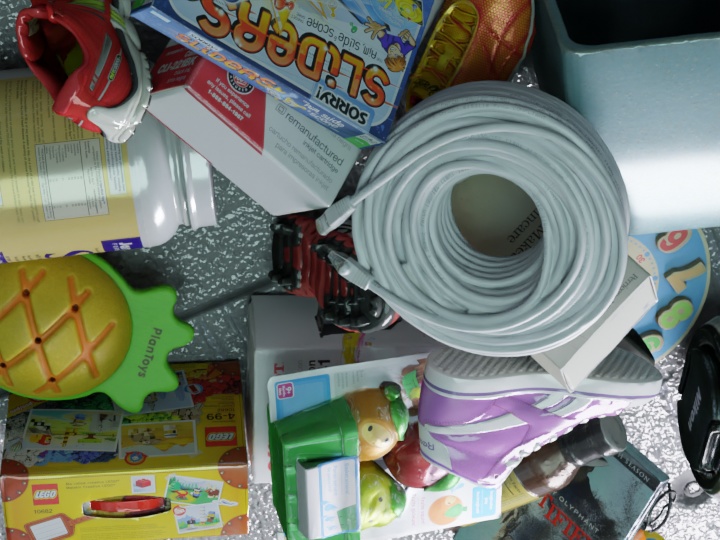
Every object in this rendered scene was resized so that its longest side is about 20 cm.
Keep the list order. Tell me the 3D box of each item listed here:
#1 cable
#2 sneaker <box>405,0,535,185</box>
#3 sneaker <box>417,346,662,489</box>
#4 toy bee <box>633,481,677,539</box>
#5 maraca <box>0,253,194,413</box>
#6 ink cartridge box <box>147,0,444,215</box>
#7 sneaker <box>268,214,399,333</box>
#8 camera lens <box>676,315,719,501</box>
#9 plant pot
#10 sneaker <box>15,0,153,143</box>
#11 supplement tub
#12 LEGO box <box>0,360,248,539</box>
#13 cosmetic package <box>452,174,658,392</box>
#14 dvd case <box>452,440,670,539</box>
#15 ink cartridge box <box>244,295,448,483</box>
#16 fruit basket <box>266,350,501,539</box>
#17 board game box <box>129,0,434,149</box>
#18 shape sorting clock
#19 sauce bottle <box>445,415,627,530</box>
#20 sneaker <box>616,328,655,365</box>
[{"bbox_3d":[0.094,-0.034,1.288,0.200,0.069,0.200,41,118,-4],"label":"cable"},{"bbox_3d":[0.076,-0.151,1.331,0.073,0.077,0.202,22,108,29],"label":"sneaker"},{"bbox_3d":[0.140,0.118,1.447,0.198,0.073,0.115,0,115,-11],"label":"sneaker"},{"bbox_3d":[0.241,0.262,1.674,0.130,0.108,0.202,-8,118,-47],"label":"toy bee"},{"bbox_3d":[-0.237,0.045,1.467,0.198,0.107,0.138,17,109,-10],"label":"maraca"},{"bbox_3d":[-0.047,-0.164,1.315,0.144,0.083,0.201,39,67,-26],"label":"ink cartridge box"},{"bbox_3d":[0.000,0.000,1.433,0.097,0.200,0.072,-1,103,-23],"label":"sneaker"},{"bbox_3d":[0.384,0.119,1.561,0.198,0.160,0.161,0,122,-7],"label":"camera lens"},{"bbox_3d":[0.230,-0.139,1.372,0.194,0.197,0.201,-6,127,-3],"label":"plant pot"},{"bbox_3d":[-0.209,-0.177,1.283,0.084,0.201,0.077,16,124,-41],"label":"sneaker"},{"bbox_3d":[-0.214,-0.085,1.371,0.198,0.146,0.147,-6,122,-3],"label":"supplement tub"},{"bbox_3d":[-0.196,0.152,1.516,0.198,0.149,0.078,-3,122,-6],"label":"LEGO box"},{"bbox_3d":[0.122,-0.014,1.397,0.104,0.200,0.073,-46,157,-4],"label":"cosmetic package"},{"bbox_3d":[0.175,0.217,1.619,0.022,0.146,0.201,-9,134,-52],"label":"dvd case"},{"bbox_3d":[0.003,0.102,1.549,0.198,0.086,0.149,-2,122,-7],"label":"ink cartridge box"},{"bbox_3d":[0.025,0.153,1.479,0.198,0.094,0.187,-5,121,-8],"label":"fruit basket"},{"bbox_3d":[-0.047,-0.189,1.244,0.199,0.034,0.136,27,72,-28],"label":"board game box"},{"bbox_3d":[0.205,0.014,1.547,0.198,0.039,0.202,-3,122,-5],"label":"shape sorting clock"},{"bbox_3d":[0.144,0.171,1.585,0.199,0.065,0.065,-27,123,34],"label":"sauce bottle"},{"bbox_3d":[0.142,0.052,1.498,0.199,0.076,0.114,39,103,-24],"label":"sneaker"}]
